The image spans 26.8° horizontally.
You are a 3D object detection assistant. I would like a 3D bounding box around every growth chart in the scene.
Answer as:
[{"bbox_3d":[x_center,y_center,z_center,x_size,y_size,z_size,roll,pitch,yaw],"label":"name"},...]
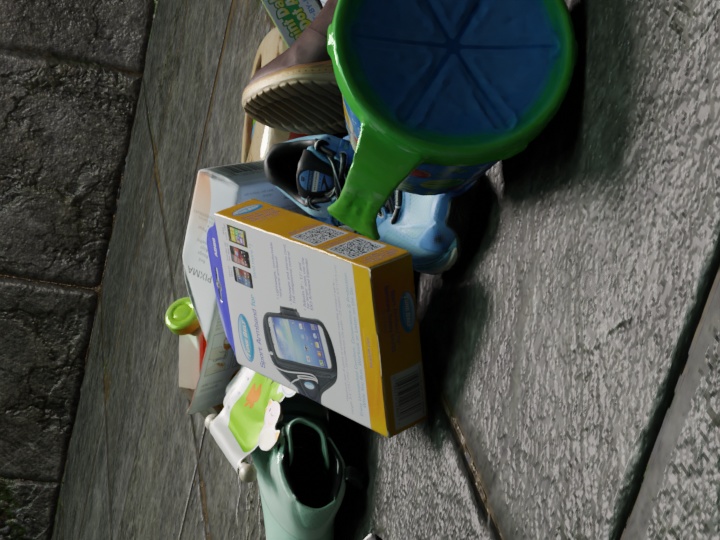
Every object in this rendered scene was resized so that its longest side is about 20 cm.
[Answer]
[{"bbox_3d":[-0.066,0.057,1.157,0.201,0.018,0.145,-68,22,-3],"label":"growth chart"}]

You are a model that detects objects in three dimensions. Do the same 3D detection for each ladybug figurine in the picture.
[{"bbox_3d":[-0.065,-0.137,1.377,0.136,0.071,0.201,111,165,-45],"label":"ladybug figurine"}]

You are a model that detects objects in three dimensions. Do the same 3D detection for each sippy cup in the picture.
[{"bbox_3d":[0.045,-0.107,0.874,0.130,0.177,0.140,110,136,-72],"label":"sippy cup"}]

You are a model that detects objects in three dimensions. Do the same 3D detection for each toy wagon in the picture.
[{"bbox_3d":[-0.098,0.033,1.321,0.201,0.039,0.156,-65,-33,-27],"label":"toy wagon"}]

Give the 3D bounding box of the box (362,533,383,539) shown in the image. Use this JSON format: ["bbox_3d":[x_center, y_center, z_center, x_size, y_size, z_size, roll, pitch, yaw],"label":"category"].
[{"bbox_3d":[-0.035,0.285,0.890,0.200,0.050,0.199,-41,29,12],"label":"box"}]

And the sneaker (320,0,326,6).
[{"bbox_3d":[-0.013,-0.229,1.187,0.087,0.074,0.201,98,152,-53],"label":"sneaker"}]

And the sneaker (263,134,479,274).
[{"bbox_3d":[0.000,-0.048,1.002,0.199,0.089,0.079,17,95,55],"label":"sneaker"}]

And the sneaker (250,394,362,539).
[{"bbox_3d":[-0.046,0.121,1.161,0.119,0.073,0.202,108,155,-51],"label":"sneaker"}]

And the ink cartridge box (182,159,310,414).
[{"bbox_3d":[-0.090,0.007,1.265,0.162,0.050,0.201,-15,-54,-56],"label":"ink cartridge box"}]

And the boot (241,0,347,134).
[{"bbox_3d":[0.009,-0.189,1.038,0.199,0.072,0.168,-15,55,35],"label":"boot"}]

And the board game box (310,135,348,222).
[{"bbox_3d":[0.000,0.000,1.140,0.158,0.039,0.202,-171,88,-69],"label":"board game box"}]

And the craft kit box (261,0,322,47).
[{"bbox_3d":[-0.061,-0.268,1.288,0.198,0.048,0.201,-95,-20,-48],"label":"craft kit box"}]

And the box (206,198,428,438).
[{"bbox_3d":[-0.035,0.025,1.027,0.199,0.041,0.120,22,126,50],"label":"box"}]
